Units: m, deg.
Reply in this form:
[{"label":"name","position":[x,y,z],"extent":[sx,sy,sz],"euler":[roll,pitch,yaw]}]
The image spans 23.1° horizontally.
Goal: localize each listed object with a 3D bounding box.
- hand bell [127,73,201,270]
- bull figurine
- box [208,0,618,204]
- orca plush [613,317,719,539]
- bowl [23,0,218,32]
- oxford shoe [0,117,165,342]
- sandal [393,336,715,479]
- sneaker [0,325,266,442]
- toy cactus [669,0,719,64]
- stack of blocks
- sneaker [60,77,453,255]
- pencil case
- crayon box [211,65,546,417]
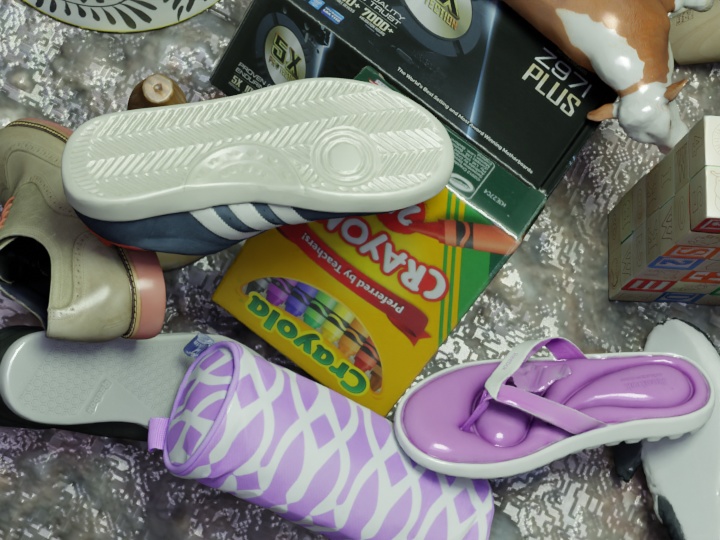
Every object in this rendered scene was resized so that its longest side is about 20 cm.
[{"label":"hand bell","position":[-0.115,-0.073,0.992],"extent":[0.103,0.200,0.105],"euler":[2,77,-7]},{"label":"bull figurine","position":[0.137,-0.158,1.037],"extent":[0.200,0.065,0.121],"euler":[46,37,8]},{"label":"box","position":[0.040,-0.116,1.045],"extent":[0.200,0.086,0.164],"euler":[38,42,2]},{"label":"orca plush","position":[0.223,0.127,1.059],"extent":[0.105,0.071,0.201],"euler":[-42,51,20]},{"label":"bowl","position":[-0.149,-0.258,1.084],"extent":[0.199,0.094,0.202],"euler":[2,77,-7]},{"label":"oxford shoe","position":[-0.179,-0.028,0.984],"extent":[0.074,0.071,0.200],"euler":[-9,33,-30]},{"label":"sandal","position":[0.112,0.066,1.005],"extent":[0.201,0.050,0.083],"euler":[-8,42,-23]},{"label":"sneaker","position":[-0.138,0.066,1.029],"extent":[0.199,0.099,0.071],"euler":[12,85,-37]},{"label":"toy cactus","position":[0.269,-0.167,1.098],"extent":[0.164,0.102,0.201],"euler":[-14,53,27]},{"label":"stack of blocks","position":[0.225,-0.029,1.030],"extent":[0.114,0.200,0.059],"euler":[3,77,-6]},{"label":"sneaker","position":[-0.052,-0.046,0.916],"extent":[0.198,0.085,0.075],"euler":[-1,64,-1]},{"label":"pencil case","position":[-0.020,0.115,0.987],"extent":[0.199,0.085,0.084],"euler":[30,39,-22]},{"label":"crayon box","position":[0.000,0.000,0.999],"extent":[0.127,0.200,0.051],"euler":[36,40,2]}]
